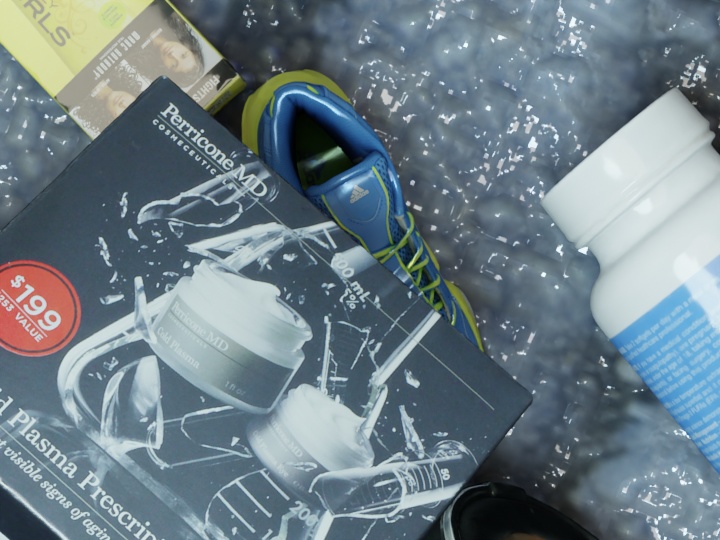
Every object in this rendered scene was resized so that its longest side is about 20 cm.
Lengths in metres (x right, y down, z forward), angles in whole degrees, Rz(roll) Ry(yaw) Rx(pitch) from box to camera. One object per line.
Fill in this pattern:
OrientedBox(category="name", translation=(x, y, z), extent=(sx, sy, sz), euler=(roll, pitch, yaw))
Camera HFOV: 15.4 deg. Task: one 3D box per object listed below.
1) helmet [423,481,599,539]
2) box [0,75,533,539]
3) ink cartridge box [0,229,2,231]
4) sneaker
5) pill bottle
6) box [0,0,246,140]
OrientedBox(category="helmet", translation=(0.039, 0.211, 1.151), extent=(0.200, 0.200, 0.191), euler=(41, 113, 3))
OrientedBox(category="box", translation=(-0.071, 0.062, 1.042), extent=(0.200, 0.104, 0.182), euler=(41, 57, 2))
OrientedBox(category="ink cartridge box", translation=(-0.163, 0.066, 1.216), extent=(0.199, 0.084, 0.147), euler=(-30, 87, -1))
OrientedBox(category="sneaker", translation=(0.000, 0.000, 1.209), extent=(0.075, 0.105, 0.201), euler=(-30, 86, -1))
OrientedBox(category="pill bottle", translation=(0.174, 0.020, 1.203), extent=(0.112, 0.112, 0.200), euler=(-39, 87, -2))
OrientedBox(category="box", translation=(-0.147, -0.136, 1.248), extent=(0.075, 0.050, 0.200), euler=(-43, 86, -2))
